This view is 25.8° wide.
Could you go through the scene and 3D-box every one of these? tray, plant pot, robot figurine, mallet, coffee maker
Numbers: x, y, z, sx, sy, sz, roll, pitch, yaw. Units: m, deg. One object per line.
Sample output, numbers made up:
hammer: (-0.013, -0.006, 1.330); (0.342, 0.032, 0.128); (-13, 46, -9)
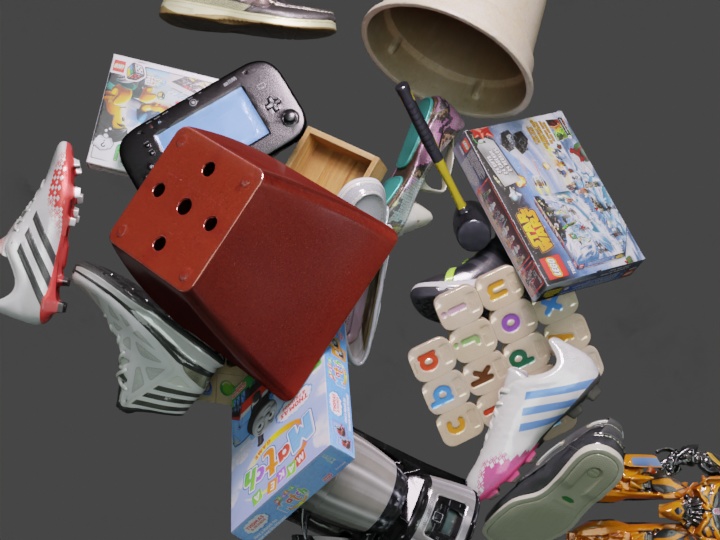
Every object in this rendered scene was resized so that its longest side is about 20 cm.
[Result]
tray: (-0.062, -0.049, 1.714); (0.098, 0.037, 0.201); (25, 79, 26)
plant pot: (0.127, -0.299, 1.716); (0.199, 0.201, 0.185); (25, 70, 1)
plant pot: (-0.121, -0.027, 1.534); (0.199, 0.176, 0.201); (31, 85, 39)
robot figurine: (0.320, 0.260, 1.693); (0.198, 0.058, 0.147); (0, 82, -3)
mallet: (0.087, -0.108, 1.681); (0.041, 0.066, 0.201); (-25, 119, 9)
coffee maker: (0.003, 0.227, 1.638); (0.199, 0.192, 0.135); (29, 95, -18)

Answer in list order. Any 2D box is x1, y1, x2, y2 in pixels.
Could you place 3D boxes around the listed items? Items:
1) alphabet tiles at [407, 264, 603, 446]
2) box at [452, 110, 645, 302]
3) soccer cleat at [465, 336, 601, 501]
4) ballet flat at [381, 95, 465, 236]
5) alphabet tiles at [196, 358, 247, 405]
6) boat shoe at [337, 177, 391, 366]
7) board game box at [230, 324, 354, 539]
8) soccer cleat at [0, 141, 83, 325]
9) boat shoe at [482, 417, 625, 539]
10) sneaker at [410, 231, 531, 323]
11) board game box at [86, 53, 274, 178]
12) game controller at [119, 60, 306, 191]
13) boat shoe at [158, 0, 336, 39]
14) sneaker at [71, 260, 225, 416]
alphabet tiles: (0.157, 0.099, 1.694); (0.194, 0.015, 0.201); (-25, 106, -5)
box: (0.202, -0.072, 1.700); (0.136, 0.040, 0.201); (-13, 65, -30)
soccer cleat: (0.166, 0.157, 1.673); (0.086, 0.070, 0.200); (44, 91, 2)
ballet flat: (0.059, -0.095, 1.736); (0.071, 0.069, 0.201); (31, 80, -18)
alphabet tiles: (-0.104, 0.047, 1.668); (0.166, 0.008, 0.202); (6, 96, 23)
boat shoe: (-0.001, 0.001, 1.663); (0.074, 0.065, 0.204); (-4, 118, -32)
board game box: (-0.070, 0.150, 1.558); (0.036, 0.201, 0.151); (32, 119, -27)
soccer cleat: (-0.349, -0.043, 1.698); (0.084, 0.069, 0.202); (8, 85, -6)
boat shoe: (0.204, 0.227, 1.654); (0.072, 0.200, 0.068); (33, 36, -17)
sneaker: (0.148, 0.001, 1.732); (0.198, 0.072, 0.083); (-10, 57, -6)
board game box: (-0.191, -0.153, 1.739); (0.198, 0.035, 0.127); (13, 81, -1)
game controller: (-0.160, -0.144, 1.701); (0.199, 0.042, 0.105); (-31, 85, -7)
boat shoe: (-0.123, -0.297, 1.747); (0.198, 0.073, 0.066); (6, 86, -2)
sneaker: (-0.252, 0.082, 1.679); (0.200, 0.076, 0.116); (36, 94, 15)
